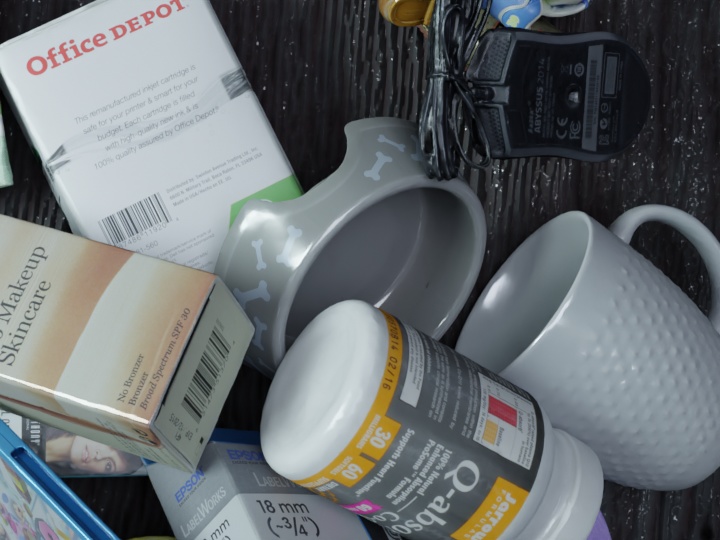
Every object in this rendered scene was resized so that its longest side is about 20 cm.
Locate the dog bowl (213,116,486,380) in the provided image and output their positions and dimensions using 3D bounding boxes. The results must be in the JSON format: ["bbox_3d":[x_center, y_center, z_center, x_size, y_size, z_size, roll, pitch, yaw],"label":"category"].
[{"bbox_3d":[0.000,0.000,0.960,0.200,0.200,0.059,-39,53,-12],"label":"dog bowl"}]

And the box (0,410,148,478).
[{"bbox_3d":[-0.240,0.096,0.960,0.199,0.049,0.083,0,87,-13],"label":"box"}]

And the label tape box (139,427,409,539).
[{"bbox_3d":[-0.045,0.155,0.910,0.144,0.200,0.063,12,127,-47],"label":"label tape box"}]

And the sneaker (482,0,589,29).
[{"bbox_3d":[0.148,-0.222,1.033,0.200,0.076,0.077,-31,75,-30],"label":"sneaker"}]

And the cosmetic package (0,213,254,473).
[{"bbox_3d":[-0.178,0.036,0.871,0.199,0.087,0.104,14,68,19],"label":"cosmetic package"}]

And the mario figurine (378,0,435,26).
[{"bbox_3d":[0.007,-0.254,0.979,0.123,0.106,0.200,-28,49,7],"label":"mario figurine"}]

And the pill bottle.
[{"bbox_3d":[0.047,0.109,0.902,0.200,0.116,0.117,30,81,-24],"label":"pill bottle"}]

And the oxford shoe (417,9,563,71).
[{"bbox_3d":[0.115,-0.165,1.044,0.200,0.075,0.071,36,80,-9],"label":"oxford shoe"}]

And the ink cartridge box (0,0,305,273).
[{"bbox_3d":[-0.137,-0.080,0.975,0.146,0.084,0.201,-26,93,-13],"label":"ink cartridge box"}]

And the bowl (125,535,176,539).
[{"bbox_3d":[-0.118,0.278,0.941,0.200,0.094,0.202,-6,73,18],"label":"bowl"}]

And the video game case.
[{"bbox_3d":[-0.175,0.179,0.872,0.200,0.143,0.018,39,52,24],"label":"video game case"}]

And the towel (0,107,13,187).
[{"bbox_3d":[-0.305,-0.141,0.933,0.152,0.023,0.201,-9,90,20],"label":"towel"}]

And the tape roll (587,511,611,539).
[{"bbox_3d":[0.076,0.215,1.022,0.199,0.066,0.201,1,88,-13],"label":"tape roll"}]

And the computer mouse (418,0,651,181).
[{"bbox_3d":[0.109,-0.123,0.959,0.199,0.053,0.139,3,95,-38],"label":"computer mouse"}]

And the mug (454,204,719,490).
[{"bbox_3d":[0.189,0.047,1.018,0.175,0.148,0.200,36,74,-15],"label":"mug"}]
